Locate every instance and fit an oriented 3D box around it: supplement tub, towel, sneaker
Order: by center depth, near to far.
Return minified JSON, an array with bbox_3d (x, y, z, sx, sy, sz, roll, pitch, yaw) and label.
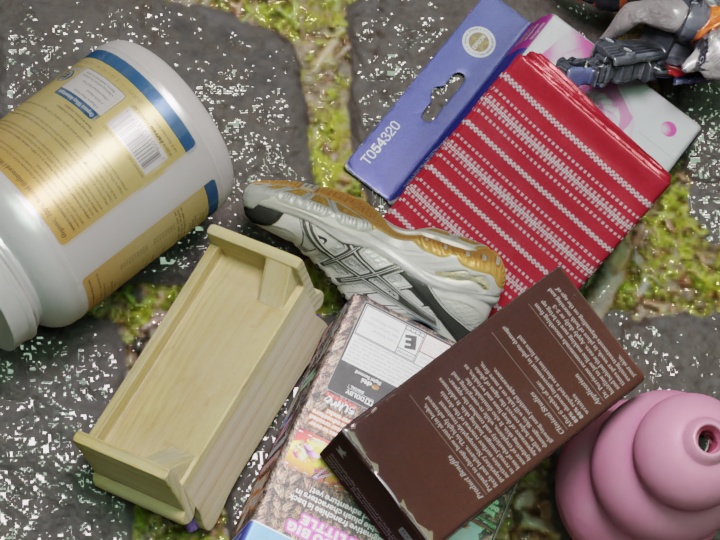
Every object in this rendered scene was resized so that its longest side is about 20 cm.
[{"bbox_3d":[-0.204,-0.052,1.717,0.200,0.145,0.145,-39,80,-20],"label":"supplement tub"},{"bbox_3d":[0.000,0.000,1.754,0.199,0.076,0.088,22,106,8],"label":"sneaker"},{"bbox_3d":[0.111,-0.041,1.770,0.145,0.022,0.200,41,107,3],"label":"towel"}]

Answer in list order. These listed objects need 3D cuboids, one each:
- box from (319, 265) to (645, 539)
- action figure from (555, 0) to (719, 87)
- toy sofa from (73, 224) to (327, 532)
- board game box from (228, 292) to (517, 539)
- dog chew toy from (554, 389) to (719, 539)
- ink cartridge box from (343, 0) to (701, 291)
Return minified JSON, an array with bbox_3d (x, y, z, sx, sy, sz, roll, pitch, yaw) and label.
[{"bbox_3d":[0.082,0.098,1.642,0.200,0.075,0.100,-35,84,-24],"label":"box"},{"bbox_3d":[0.207,-0.203,1.838,0.193,0.105,0.200,41,36,23],"label":"action figure"},{"bbox_3d":[-0.109,0.078,1.729,0.083,0.098,0.200,20,66,25],"label":"toy sofa"},{"bbox_3d":[0.017,0.147,1.700,0.159,0.097,0.201,27,68,-5],"label":"board game box"},{"bbox_3d":[0.208,0.138,1.685,0.124,0.200,0.125,4,72,-11],"label":"dog chew toy"},{"bbox_3d":[0.123,-0.093,1.843,0.200,0.043,0.197,37,69,3],"label":"ink cartridge box"}]
